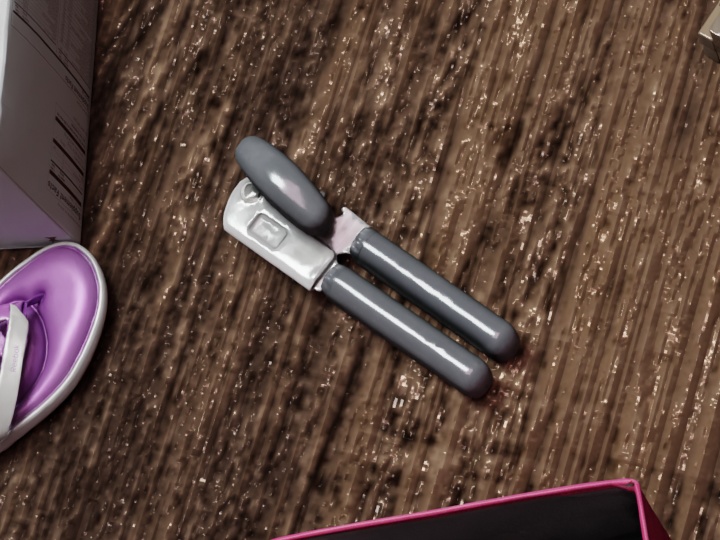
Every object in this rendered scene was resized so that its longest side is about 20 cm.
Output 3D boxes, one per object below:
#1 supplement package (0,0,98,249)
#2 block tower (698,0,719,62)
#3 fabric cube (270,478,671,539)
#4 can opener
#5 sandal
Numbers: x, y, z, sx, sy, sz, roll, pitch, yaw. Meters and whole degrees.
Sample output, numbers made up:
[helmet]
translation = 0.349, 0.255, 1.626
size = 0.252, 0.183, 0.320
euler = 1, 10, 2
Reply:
[supplement package]
translation = -0.270, -0.127, 1.672
size = 0.190, 0.147, 0.201
euler = -3, 71, 14
[block tower]
translation = 0.284, -0.102, 1.569
size = 0.200, 0.054, 0.058
euler = 32, 83, 22
[fabric cube]
translation = 0.076, 0.237, 1.434
size = 0.195, 0.199, 0.201
euler = -10, 70, 10
[can opener]
translation = 0.000, 0.000, 1.608
size = 0.200, 0.066, 0.053
euler = 36, 83, 17
[sandal]
translation = -0.224, 0.067, 1.648
size = 0.082, 0.050, 0.203
euler = 39, 87, 22
